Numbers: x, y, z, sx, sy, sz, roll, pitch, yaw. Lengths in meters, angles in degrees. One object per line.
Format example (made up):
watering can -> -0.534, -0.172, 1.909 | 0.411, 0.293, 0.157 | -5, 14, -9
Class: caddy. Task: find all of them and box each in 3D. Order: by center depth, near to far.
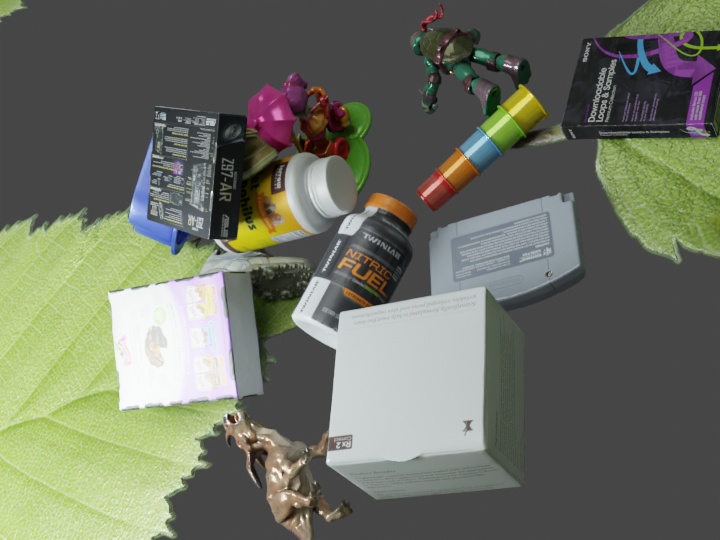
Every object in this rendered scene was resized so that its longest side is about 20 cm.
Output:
caddy -> -0.268, -0.125, 1.681 | 0.104, 0.141, 0.202 | 16, 81, -1

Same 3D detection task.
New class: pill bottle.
pill bottle -> 0.000, 0.000, 1.473 | 0.106, 0.106, 0.201 | 17, 73, 37
pill bottle -> -0.106, -0.093, 1.523 | 0.199, 0.109, 0.110 | -13, 56, 31

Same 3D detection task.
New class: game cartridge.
game cartridge -> 0.182, -0.015, 1.418 | 0.198, 0.040, 0.134 | -15, 52, 23

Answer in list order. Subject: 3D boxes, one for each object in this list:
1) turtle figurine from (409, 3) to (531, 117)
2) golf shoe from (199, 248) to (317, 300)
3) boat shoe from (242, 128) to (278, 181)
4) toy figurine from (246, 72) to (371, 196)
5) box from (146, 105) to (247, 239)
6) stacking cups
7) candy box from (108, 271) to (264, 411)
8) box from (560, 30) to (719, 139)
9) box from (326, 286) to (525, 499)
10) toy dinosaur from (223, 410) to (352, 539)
turtle figurine -> 0.131, -0.289, 1.575 | 0.199, 0.101, 0.150 | 32, 81, 36
golf shoe -> -0.145, -0.009, 1.591 | 0.198, 0.078, 0.098 | -7, 51, 25
boat shoe -> -0.180, -0.168, 1.533 | 0.073, 0.063, 0.200 | -38, 27, -16
toy figurine -> -0.080, -0.204, 1.594 | 0.149, 0.184, 0.201 | 12, 69, 35
box -> -0.222, -0.133, 1.505 | 0.199, 0.043, 0.162 | 15, 102, 55
stacking cups -> 0.156, -0.162, 1.505 | 0.200, 0.061, 0.061 | -40, 50, 5
candy box -> -0.240, 0.097, 1.541 | 0.198, 0.071, 0.170 | -9, 86, 27
box -> 0.365, -0.236, 1.439 | 0.198, 0.036, 0.144 | 2, 64, 34
box -> 0.081, 0.147, 1.319 | 0.197, 0.131, 0.202 | -10, 58, 25
toy dinosaur -> -0.092, 0.264, 1.393 | 0.135, 0.086, 0.202 | -24, 68, 30
